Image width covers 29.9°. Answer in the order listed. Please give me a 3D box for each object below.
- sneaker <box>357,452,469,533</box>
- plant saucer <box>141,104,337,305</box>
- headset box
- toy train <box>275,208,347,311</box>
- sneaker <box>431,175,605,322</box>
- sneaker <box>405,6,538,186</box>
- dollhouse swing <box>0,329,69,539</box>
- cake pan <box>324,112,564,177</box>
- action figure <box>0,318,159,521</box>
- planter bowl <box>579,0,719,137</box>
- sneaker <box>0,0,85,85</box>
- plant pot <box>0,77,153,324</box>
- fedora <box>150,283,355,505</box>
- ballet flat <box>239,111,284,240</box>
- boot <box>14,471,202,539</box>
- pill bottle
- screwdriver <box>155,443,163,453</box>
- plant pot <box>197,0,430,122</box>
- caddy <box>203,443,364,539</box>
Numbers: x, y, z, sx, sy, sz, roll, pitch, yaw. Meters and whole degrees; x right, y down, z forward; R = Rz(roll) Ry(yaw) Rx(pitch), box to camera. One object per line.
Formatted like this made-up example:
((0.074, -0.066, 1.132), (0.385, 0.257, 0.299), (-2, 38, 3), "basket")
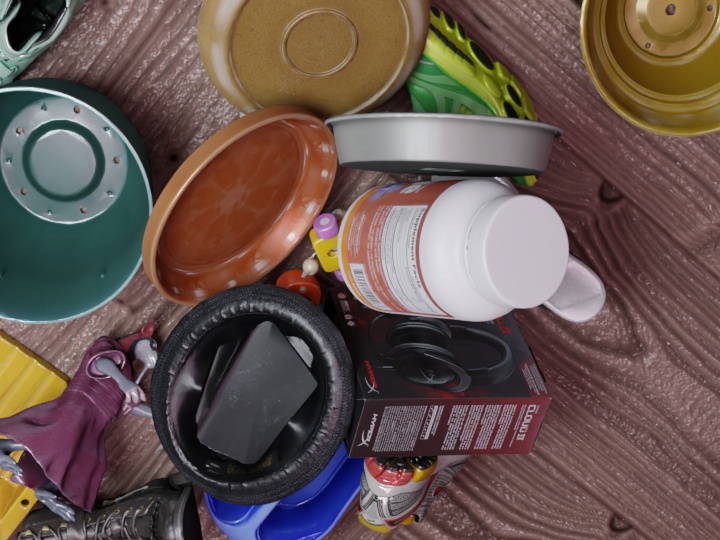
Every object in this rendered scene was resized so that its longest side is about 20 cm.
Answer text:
((0.046, 0.190, 1.273), (0.077, 0.199, 0.083), (24, 105, 22), "sneaker")
((-0.104, -0.057, 1.146), (0.032, 0.200, 0.201), (42, 105, 26), "plant saucer")
((0.072, 0.091, 1.232), (0.197, 0.150, 0.078), (1, 130, -17), "headset box")
((0.000, 0.000, 1.270), (0.197, 0.056, 0.152), (-3, 130, -16), "toy train")
((0.141, -0.026, 1.256), (0.200, 0.099, 0.071), (43, 89, 4), "sneaker")
((0.094, -0.154, 1.227), (0.083, 0.074, 0.200), (-28, 116, 38), "sneaker")
((-0.384, 0.167, 1.248), (0.199, 0.176, 0.182), (37, 104, -13), "dollhouse swing")
((0.068, -0.101, 1.112), (0.197, 0.200, 0.037), (2, 91, -3), "cake pan")
((-0.255, 0.125, 1.263), (0.147, 0.201, 0.135), (19, 149, 18), "action figure")
((0.284, -0.226, 1.194), (0.197, 0.084, 0.203), (-1, 108, -2), "planter bowl")
((-0.319, -0.195, 1.159), (0.200, 0.118, 0.074), (-41, 107, 12), "sneaker")
((-0.273, -0.077, 1.178), (0.197, 0.161, 0.203), (-1, 109, -3), "plant pot")
((-0.087, 0.105, 1.203), (0.198, 0.092, 0.204), (2, 97, 15), "fedora")
((-0.085, -0.117, 1.228), (0.068, 0.070, 0.203), (8, 109, -5), "ballet flat")
((-0.238, 0.247, 1.272), (0.172, 0.200, 0.070), (-11, 94, -10), "boot")
((0.075, -0.017, 1.109), (0.111, 0.199, 0.114), (-1, 92, -32), "pill bottle")
((-0.138, 0.105, 1.316), (0.200, 0.028, 0.029), (-43, 75, 11), "screwdriver")
((-0.036, -0.193, 1.117), (0.197, 0.028, 0.202), (-7, 133, -8), "plant pot")
((-0.065, 0.177, 1.301), (0.140, 0.105, 0.201), (32, 105, -11), "caddy")
